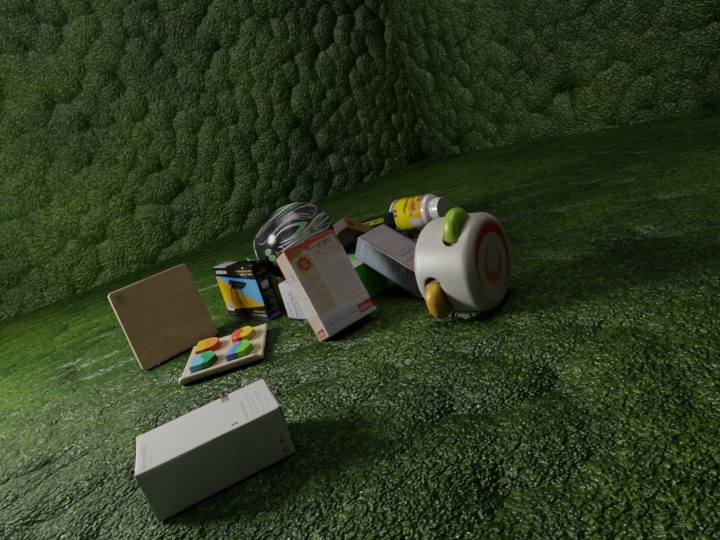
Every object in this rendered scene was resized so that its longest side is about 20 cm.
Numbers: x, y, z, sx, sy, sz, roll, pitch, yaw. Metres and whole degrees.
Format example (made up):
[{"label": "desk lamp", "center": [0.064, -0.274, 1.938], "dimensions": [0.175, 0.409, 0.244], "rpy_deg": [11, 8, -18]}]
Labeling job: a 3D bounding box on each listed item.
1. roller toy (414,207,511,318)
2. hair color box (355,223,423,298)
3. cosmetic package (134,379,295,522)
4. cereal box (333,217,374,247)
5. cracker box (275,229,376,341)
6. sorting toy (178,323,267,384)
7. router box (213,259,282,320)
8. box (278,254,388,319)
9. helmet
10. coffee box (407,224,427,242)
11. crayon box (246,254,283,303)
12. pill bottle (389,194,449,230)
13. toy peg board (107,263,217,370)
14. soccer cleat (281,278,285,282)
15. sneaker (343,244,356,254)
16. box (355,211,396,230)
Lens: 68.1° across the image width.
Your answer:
[{"label": "roller toy", "center": [0.194, -0.012, 1.027], "dimensions": [0.139, 0.203, 0.181], "rpy_deg": [-3, -3, 41]}, {"label": "hair color box", "center": [0.095, -0.025, 1.234], "dimensions": [0.199, 0.061, 0.099], "rpy_deg": [32, 42, 28]}, {"label": "cosmetic package", "center": [-0.205, 0.245, 0.749], "dimensions": [0.198, 0.082, 0.113], "rpy_deg": [-22, 17, -19]}, {"label": "cereal box", "center": [-0.068, -0.077, 1.580], "dimensions": [0.199, 0.040, 0.143], "rpy_deg": [-35, -29, 32]}, {"label": "cracker box", "center": [-0.073, 0.030, 1.134], "dimensions": [0.133, 0.201, 0.058], "rpy_deg": [-26, -5, -33]}, {"label": "sorting toy", "center": [-0.302, 0.176, 1.192], "dimensions": [0.183, 0.037, 0.200], "rpy_deg": [-18, 15, -1]}, {"label": "router box", "center": [-0.302, 0.051, 1.420], "dimensions": [0.199, 0.151, 0.051], "rpy_deg": [-1, 21, 47]}, {"label": "box", "center": [-0.065, 0.039, 1.303], "dimensions": [0.175, 0.098, 0.199], "rpy_deg": [1, 23, 44]}, {"label": "helmet", "center": [-0.166, -0.086, 1.412], "dimensions": [0.190, 0.201, 0.200], "rpy_deg": [-29, 8, 28]}, {"label": "coffee box", "center": [0.212, -0.071, 1.407], "dimensions": [0.113, 0.081, 0.200], "rpy_deg": [-20, 15, -10]}, {"label": "crayon box", "center": [-0.266, 0.029, 1.508], "dimensions": [0.050, 0.128, 0.200], "rpy_deg": [-21, 16, -14]}, {"label": "pill bottle", "center": [0.202, -0.200, 1.824], "dimensions": [0.199, 0.110, 0.109], "rpy_deg": [-3, 20, 44]}, {"label": "toy peg board", "center": [-0.503, 0.119, 1.351], "dimensions": [0.199, 0.201, 0.098], "rpy_deg": [-26, 2, -32]}, {"label": "soccer cleat", "center": [-0.200, 0.023, 1.527], "dimensions": [0.069, 0.087, 0.200], "rpy_deg": [-20, 15, -10]}, {"label": "sneaker", "center": [-0.083, -0.005, 1.543], "dimensions": [0.199, 0.077, 0.085], "rpy_deg": [-23, -15, -29]}, {"label": "box", "center": [0.020, -0.115, 1.698], "dimensions": [0.191, 0.048, 0.200], "rpy_deg": [-14, -13, 3]}]
